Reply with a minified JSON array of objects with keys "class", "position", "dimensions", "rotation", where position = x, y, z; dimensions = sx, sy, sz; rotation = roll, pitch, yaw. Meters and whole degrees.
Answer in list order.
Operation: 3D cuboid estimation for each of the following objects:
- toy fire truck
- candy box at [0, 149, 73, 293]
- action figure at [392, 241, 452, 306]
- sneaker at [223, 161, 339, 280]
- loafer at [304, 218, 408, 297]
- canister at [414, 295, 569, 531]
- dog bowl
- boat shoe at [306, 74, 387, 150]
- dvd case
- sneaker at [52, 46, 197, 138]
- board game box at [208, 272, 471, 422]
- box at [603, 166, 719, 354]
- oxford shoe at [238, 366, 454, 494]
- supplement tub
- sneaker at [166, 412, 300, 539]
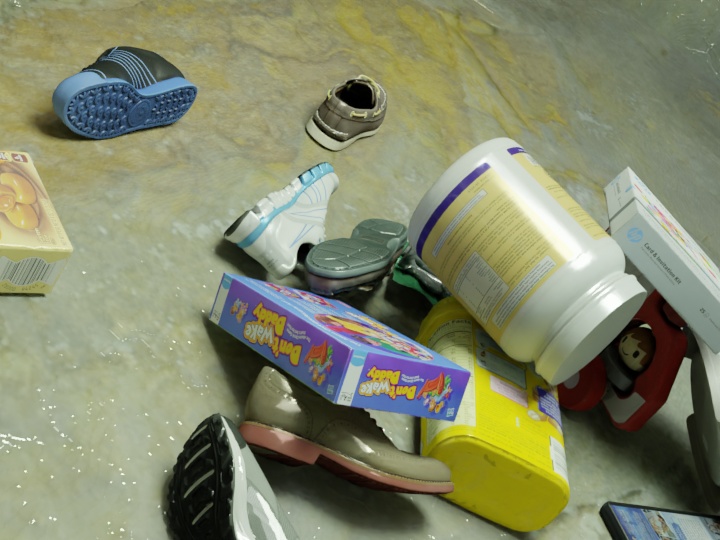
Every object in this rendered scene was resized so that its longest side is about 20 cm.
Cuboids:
[{"class":"toy fire truck","position":[0.285,0.064,1.309],"dimensions":[0.111,0.169,0.201],"rotation":[14,36,-34]},{"class":"candy box","position":[-0.332,-0.043,0.905],"dimensions":[0.198,0.056,0.116],"rotation":[4,43,-45]},{"class":"action figure","position":[0.125,0.041,1.292],"dimensions":[0.199,0.055,0.118],"rotation":[38,26,-7]},{"class":"sneaker","position":[-0.062,-0.043,1.202],"dimensions":[0.087,0.075,0.200],"rotation":[50,32,-3]},{"class":"loafer","position":[0.000,0.000,1.181],"dimensions":[0.071,0.064,0.200],"rotation":[15,20,18]},{"class":"canister","position":[0.123,0.132,1.122],"dimensions":[0.147,0.087,0.201],"rotation":[28,32,-14]},{"class":"dog bowl","position":[0.391,0.156,1.275],"dimensions":[0.058,0.202,0.201],"rotation":[-8,33,6]},{"class":"boat shoe","position":[-0.004,-0.209,1.494],"dimensions":[0.072,0.060,0.200],"rotation":[38,29,5]},{"class":"dvd case","position":[0.338,0.300,1.185],"dimensions":[0.198,0.018,0.144],"rotation":[14,36,-34]},{"class":"sneaker","position":[-0.249,-0.184,1.193],"dimensions":[0.078,0.071,0.199],"rotation":[40,23,16]},{"class":"board game box","position":[-0.021,0.063,1.006],"dimensions":[0.133,0.045,0.199],"rotation":[15,8,-39]},{"class":"box","position":[0.312,-0.016,1.203],"dimensions":[0.156,0.041,0.200],"rotation":[47,17,-6]},{"class":"oxford shoe","position":[-0.003,0.134,0.970],"dimensions":[0.198,0.070,0.076],"rotation":[22,72,-26]},{"class":"supplement tub","position":[0.155,-0.008,1.115],"dimensions":[0.200,0.146,0.145],"rotation":[48,31,19]},{"class":"sneaker","position":[-0.078,0.194,0.841],"dimensions":[0.079,0.074,0.202],"rotation":[17,40,-48]}]
